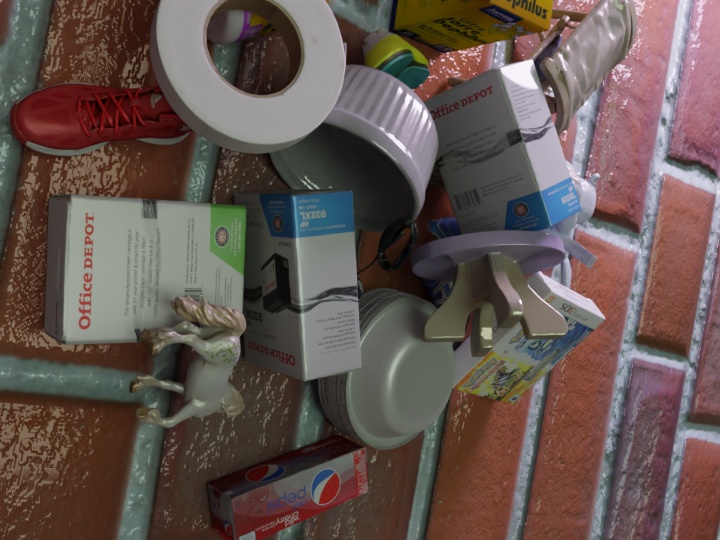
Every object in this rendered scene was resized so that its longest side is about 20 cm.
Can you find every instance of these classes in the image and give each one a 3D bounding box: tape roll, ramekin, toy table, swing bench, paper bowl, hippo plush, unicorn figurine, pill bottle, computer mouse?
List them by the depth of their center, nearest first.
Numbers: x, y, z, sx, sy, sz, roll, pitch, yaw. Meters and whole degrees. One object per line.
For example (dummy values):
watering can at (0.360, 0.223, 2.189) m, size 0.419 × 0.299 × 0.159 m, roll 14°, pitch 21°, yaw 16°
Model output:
tape roll at (-0.110, -0.221, 0.809) m, size 0.199 × 0.037 × 0.207 m, roll 5°, pitch 80°, yaw -26°
unicorn figurine at (-0.172, 0.114, 0.852) m, size 0.135 × 0.201 × 0.075 m, roll 3°, pitch 49°, yaw -32°
pill bottle at (-0.093, -0.333, 0.920) m, size 0.198 × 0.103 × 0.106 m, roll -27°, pitch 109°, yaw -31°
ramekin at (0.000, -0.148, 0.954) m, size 0.200 × 0.198 × 0.106 m, roll 43°, pitch 61°, yaw -30°
computer mouse at (0.000, 0.000, 0.987) m, size 0.059 × 0.199 × 0.034 m, roll 55°, pitch 31°, yaw 3°
toy table at (0.165, 0.028, 1.000) m, size 0.195 × 0.184 × 0.120 m, roll -6°, pitch 70°, yaw 3°
paper bowl at (0.047, 0.132, 1.049) m, size 0.198 × 0.103 × 0.205 m, roll -13°, pitch 109°, yaw -40°
swing bench at (0.266, -0.283, 1.130) m, size 0.199 × 0.198 × 0.131 m, roll -46°, pitch 118°, yaw -23°
hippo plush at (0.298, -0.109, 1.186) m, size 0.199 × 0.160 × 0.160 m, roll 41°, pitch 49°, yaw 13°

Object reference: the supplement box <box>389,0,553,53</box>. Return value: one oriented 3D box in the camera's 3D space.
supplement box at (0.142, -0.360, 1.032) m, size 0.107 × 0.198 × 0.112 m, roll 9°, pitch 89°, yaw -35°

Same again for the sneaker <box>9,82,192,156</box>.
sneaker at (-0.242, -0.169, 0.812) m, size 0.198 × 0.115 × 0.080 m, roll -16°, pitch 93°, yaw -38°

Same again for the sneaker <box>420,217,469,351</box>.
sneaker at (0.118, 0.022, 1.140) m, size 0.075 × 0.076 × 0.205 m, roll 6°, pitch 93°, yaw -10°

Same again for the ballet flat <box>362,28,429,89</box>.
ballet flat at (0.036, -0.265, 1.002) m, size 0.068 × 0.066 × 0.200 m, roll 54°, pitch 19°, yaw 4°

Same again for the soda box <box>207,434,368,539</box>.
soda box at (-0.086, 0.271, 1.001) m, size 0.197 × 0.069 × 0.065 m, roll -12°, pitch 101°, yaw -34°

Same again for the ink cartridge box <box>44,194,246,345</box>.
ink cartridge box at (-0.229, -0.002, 0.863) m, size 0.197 × 0.083 × 0.149 m, roll 1°, pitch 93°, yaw -37°

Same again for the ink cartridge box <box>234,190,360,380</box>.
ink cartridge box at (-0.075, 0.011, 0.931) m, size 0.082 × 0.144 × 0.205 m, roll -8°, pitch 99°, yaw -35°

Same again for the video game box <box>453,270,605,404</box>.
video game box at (0.235, 0.103, 1.152) m, size 0.181 × 0.047 × 0.200 m, roll 22°, pitch 118°, yaw -45°

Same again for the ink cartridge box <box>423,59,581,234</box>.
ink cartridge box at (0.177, -0.146, 1.034) m, size 0.083 × 0.144 × 0.204 m, roll -24°, pitch 96°, yaw -40°

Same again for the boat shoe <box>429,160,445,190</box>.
boat shoe at (0.100, -0.155, 1.114) m, size 0.197 × 0.062 × 0.075 m, roll 8°, pitch 64°, yaw -39°
